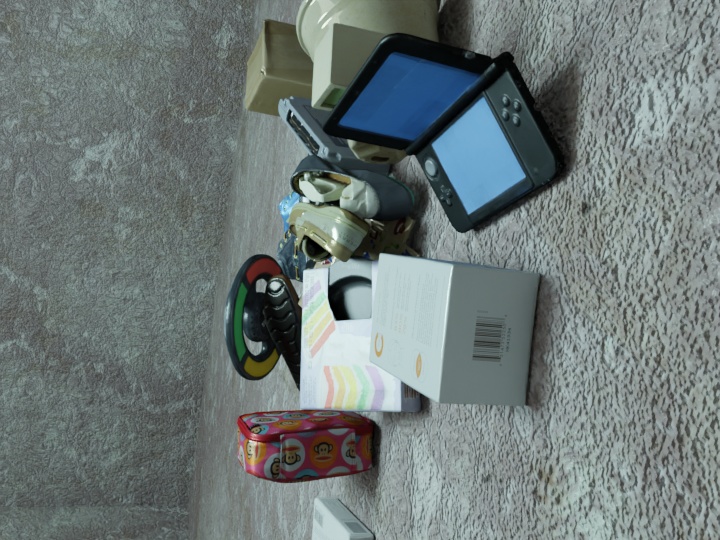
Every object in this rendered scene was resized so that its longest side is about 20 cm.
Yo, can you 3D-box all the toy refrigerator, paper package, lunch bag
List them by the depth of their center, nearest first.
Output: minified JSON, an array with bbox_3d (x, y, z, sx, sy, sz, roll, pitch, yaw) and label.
[{"bbox_3d":[0.050,-0.198,0.760,0.076,0.194,0.072,163,111,-69],"label":"toy refrigerator"},{"bbox_3d":[-0.088,0.256,1.062,0.176,0.194,0.085,176,94,-71],"label":"lunch bag"},{"bbox_3d":[-0.100,-0.348,1.269,0.190,0.194,0.107,162,112,-69],"label":"paper package"}]

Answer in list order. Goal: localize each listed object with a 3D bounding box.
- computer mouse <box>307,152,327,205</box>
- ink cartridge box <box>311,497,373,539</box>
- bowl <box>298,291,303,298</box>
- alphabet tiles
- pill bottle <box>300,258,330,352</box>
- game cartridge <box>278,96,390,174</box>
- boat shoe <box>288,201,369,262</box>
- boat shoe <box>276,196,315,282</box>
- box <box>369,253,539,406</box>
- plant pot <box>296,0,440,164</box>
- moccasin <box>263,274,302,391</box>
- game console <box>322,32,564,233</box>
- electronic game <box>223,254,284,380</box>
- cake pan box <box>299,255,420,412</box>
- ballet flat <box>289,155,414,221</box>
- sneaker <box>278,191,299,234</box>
[{"bbox_3d":[-0.065,-0.167,1.224,0.138,0.051,0.207,159,114,-70],"label":"computer mouse"},{"bbox_3d":[-0.036,0.466,1.082,0.199,0.043,0.182,175,101,-72],"label":"ink cartridge box"},{"bbox_3d":[-0.085,0.107,1.259,0.200,0.091,0.208,-175,90,-72],"label":"bowl"},{"bbox_3d":[0.000,0.000,0.993,0.166,0.007,0.204,36,105,39],"label":"alphabet tiles"},{"bbox_3d":[-0.034,0.036,1.093,0.112,0.108,0.207,158,115,-69],"label":"pill bottle"},{"bbox_3d":[-0.037,-0.212,1.115,0.201,0.130,0.042,55,128,42],"label":"game cartridge"},{"bbox_3d":[-0.059,-0.049,0.973,0.068,0.073,0.199,-63,23,-9],"label":"boat shoe"},{"bbox_3d":[-0.116,-0.068,1.327,0.071,0.088,0.206,-44,-43,-58],"label":"boat shoe"},{"bbox_3d":[0.088,0.054,0.733,0.199,0.095,0.129,-166,82,-71],"label":"box"},{"bbox_3d":[0.030,-0.249,0.892,0.201,0.195,0.189,129,132,-59],"label":"plant pot"},{"bbox_3d":[-0.098,0.098,1.146,0.205,0.072,0.078,65,-150,-17],"label":"moccasin"},{"bbox_3d":[0.072,-0.121,0.693,0.179,0.115,0.199,62,156,2],"label":"game console"},{"bbox_3d":[-0.165,0.076,1.153,0.199,0.040,0.207,3,-90,-69],"label":"electronic game"},{"bbox_3d":[-0.001,0.085,0.943,0.180,0.052,0.207,-5,79,38],"label":"cake pan box"},{"bbox_3d":[-0.021,-0.105,0.964,0.197,0.072,0.075,24,111,32],"label":"ballet flat"},{"bbox_3d":[-0.106,-0.143,1.362,0.076,0.102,0.206,-79,2,-69],"label":"sneaker"}]
